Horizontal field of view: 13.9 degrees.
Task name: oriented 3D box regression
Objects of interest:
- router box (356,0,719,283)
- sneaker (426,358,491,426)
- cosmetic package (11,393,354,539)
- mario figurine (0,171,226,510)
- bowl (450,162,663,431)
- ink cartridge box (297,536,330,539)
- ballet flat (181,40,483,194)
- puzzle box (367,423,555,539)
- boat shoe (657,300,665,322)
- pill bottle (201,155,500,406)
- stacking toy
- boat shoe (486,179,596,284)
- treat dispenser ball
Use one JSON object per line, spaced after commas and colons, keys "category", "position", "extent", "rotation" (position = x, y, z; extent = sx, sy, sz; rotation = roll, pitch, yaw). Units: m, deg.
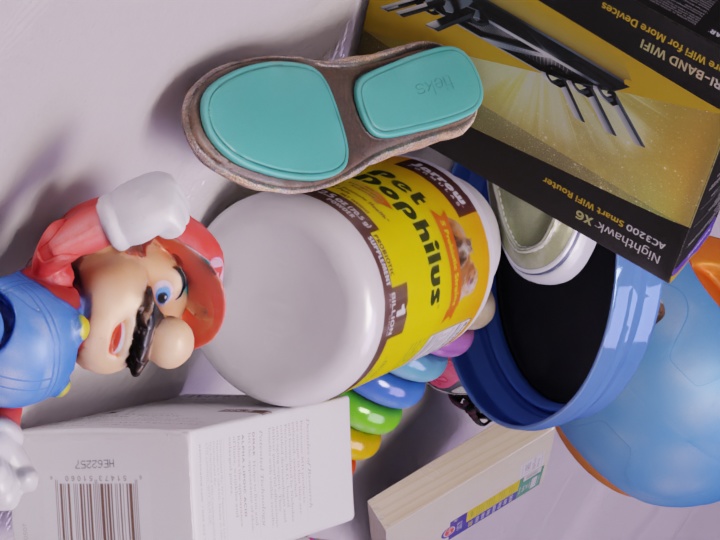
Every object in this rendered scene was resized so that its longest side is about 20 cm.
{"category": "router box", "position": [0.099, -0.106, 1.465], "extent": [0.052, 0.200, 0.157], "rotation": [-47, 160, -40]}
{"category": "sneaker", "position": [0.084, 0.066, 1.935], "extent": [0.075, 0.081, 0.200], "rotation": [-58, 164, 11]}
{"category": "cosmetic package", "position": [-0.085, 0.103, 1.473], "extent": [0.200, 0.102, 0.074], "rotation": [-12, 100, -69]}
{"category": "mario figurine", "position": [-0.123, 0.031, 1.247], "extent": [0.123, 0.106, 0.200], "rotation": [-25, -178, 46]}
{"category": "bowl", "position": [0.109, -0.008, 1.694], "extent": [0.039, 0.201, 0.201], "rotation": [2, 127, -28]}
{"category": "ink cartridge box", "position": [-0.033, 0.234, 1.723], "extent": [0.085, 0.145, 0.200], "rotation": [-28, 161, 18]}
{"category": "ballet flat", "position": [-0.025, -0.067, 1.410], "extent": [0.200, 0.068, 0.067], "rotation": [-9, 172, -46]}
{"category": "puzzle box", "position": [0.067, 0.151, 2.010], "extent": [0.133, 0.025, 0.200], "rotation": [-31, 167, -7]}
{"category": "boat shoe", "position": [0.129, -0.009, 1.960], "extent": [0.072, 0.076, 0.200], "rotation": [-26, 154, 22]}
{"category": "pill bottle", "position": [0.000, 0.000, 1.535], "extent": [0.200, 0.109, 0.109], "rotation": [-22, 141, -63]}
{"category": "stacking toy", "position": [-0.007, 0.076, 1.716], "extent": [0.200, 0.085, 0.085], "rotation": [-57, 164, 15]}
{"category": "boat shoe", "position": [0.091, -0.093, 1.608], "extent": [0.062, 0.072, 0.200], "rotation": [12, 73, -54]}
{"category": "treat dispenser ball", "position": [0.231, 0.072, 2.143], "extent": [0.201, 0.201, 0.201], "rotation": [-50, 162, -23]}
